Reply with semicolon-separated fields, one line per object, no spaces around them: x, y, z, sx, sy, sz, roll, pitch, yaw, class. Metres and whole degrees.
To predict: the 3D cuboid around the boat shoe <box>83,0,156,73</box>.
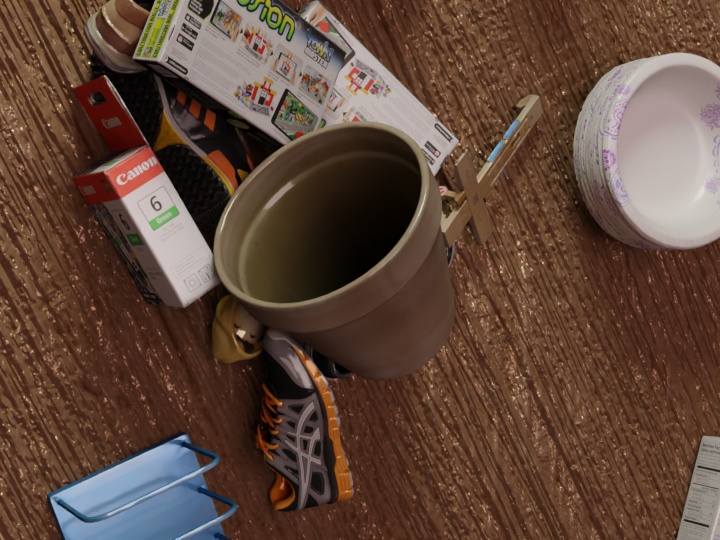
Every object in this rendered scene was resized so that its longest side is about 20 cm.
-0.151;-0.223;1.200;0.076;0.072;0.200;50;36;6;boat shoe

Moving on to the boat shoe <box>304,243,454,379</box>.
0.029;0.028;1.333;0.199;0.068;0.074;-40;108;-20;boat shoe

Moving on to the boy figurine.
-0.081;-0.005;1.281;0.124;0.064;0.201;44;70;-29;boy figurine

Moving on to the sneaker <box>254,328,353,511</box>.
-0.062;0.144;1.269;0.077;0.078;0.201;-21;118;-13;sneaker

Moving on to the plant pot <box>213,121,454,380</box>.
0.000;0.000;1.201;0.200;0.199;0.174;-52;136;-16;plant pot

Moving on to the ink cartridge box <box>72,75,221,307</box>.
-0.201;-0.065;1.195;0.050;0.109;0.201;-35;105;-21;ink cartridge box

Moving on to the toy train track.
0.123;-0.104;1.388;0.200;0.032;0.115;-54;142;-28;toy train track

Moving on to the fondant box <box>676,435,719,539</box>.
0.429;0.302;1.542;0.143;0.058;0.202;20;83;-25;fondant box

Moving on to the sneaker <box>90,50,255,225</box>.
-0.164;-0.139;1.246;0.201;0.070;0.090;56;34;-3;sneaker

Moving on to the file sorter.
-0.164;0.268;1.212;0.138;0.122;0.201;-23;100;-25;file sorter

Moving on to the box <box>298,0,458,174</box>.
-0.008;-0.148;1.322;0.200;0.035;0.110;43;73;-21;box

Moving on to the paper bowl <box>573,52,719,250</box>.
0.311;-0.122;1.451;0.199;0.104;0.203;-1;92;-27;paper bowl

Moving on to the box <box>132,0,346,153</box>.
-0.098;-0.184;1.186;0.200;0.035;0.111;31;75;-48;box
